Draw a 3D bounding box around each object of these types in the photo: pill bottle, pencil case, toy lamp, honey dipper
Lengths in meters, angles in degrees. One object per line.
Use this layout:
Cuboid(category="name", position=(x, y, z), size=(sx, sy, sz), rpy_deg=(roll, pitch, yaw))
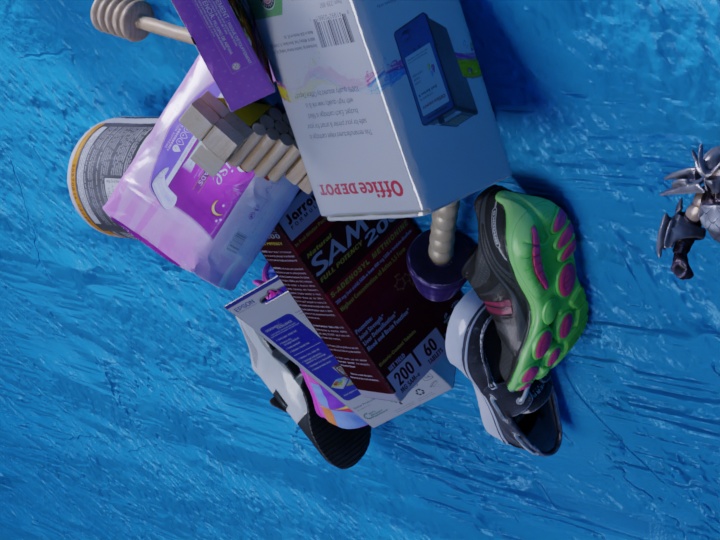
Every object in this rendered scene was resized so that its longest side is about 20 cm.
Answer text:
Cuboid(category="pill bottle", position=(-0.175, -0.082, 1.887), size=(0.200, 0.116, 0.116), rpy_deg=(7, 136, 56))
Cuboid(category="pencil case", position=(-0.031, 0.058, 1.913), size=(0.088, 0.088, 0.200), rpy_deg=(24, 149, 41))
Cuboid(category="toy lamp", position=(0.066, -0.035, 1.627), size=(0.058, 0.058, 0.200), rpy_deg=(38, 159, 18))
Cuboid(category="honey dipper", position=(-0.154, -0.200, 1.763), size=(0.200, 0.038, 0.038), rpy_deg=(22, 147, 40))

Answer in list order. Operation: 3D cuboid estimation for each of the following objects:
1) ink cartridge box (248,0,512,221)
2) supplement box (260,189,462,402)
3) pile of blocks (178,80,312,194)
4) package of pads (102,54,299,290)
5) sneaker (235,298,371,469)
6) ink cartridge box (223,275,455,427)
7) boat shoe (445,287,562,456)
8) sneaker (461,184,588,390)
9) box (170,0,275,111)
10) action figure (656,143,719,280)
Cuboid(category="ink cartridge box", position=(0.008, -0.142, 1.458), size=(0.145, 0.087, 0.200), rpy_deg=(0, 110, 59))
Cuboid(category="supplement box", position=(0.000, 0.000, 1.735), size=(0.200, 0.109, 0.061), rpy_deg=(55, 155, -21))
Cuboid(category="pile of blocks", position=(-0.050, -0.098, 1.571), size=(0.200, 0.082, 0.062), rpy_deg=(12, 145, -26))
Cuboid(category="package of pads", position=(-0.101, -0.095, 1.644), size=(0.120, 0.200, 0.076), rpy_deg=(34, -178, 30))
Cuboid(category="sneaker", position=(-0.059, 0.104, 2.053), size=(0.089, 0.074, 0.200), rpy_deg=(-2, 118, 60))
Cuboid(category="ink cartridge box", position=(-0.016, 0.056, 1.823), size=(0.099, 0.039, 0.200), rpy_deg=(-28, 126, 32))
Cuboid(category="boat shoe", position=(0.126, 0.089, 1.712), size=(0.068, 0.072, 0.200), rpy_deg=(31, 155, 35))
Cuboid(category="sneaker", position=(0.124, 0.010, 1.603), size=(0.084, 0.077, 0.200), rpy_deg=(37, 146, 37))
Cuboid(category="box", position=(-0.117, -0.222, 1.531), size=(0.200, 0.039, 0.137), rpy_deg=(-105, -11, -57))
Cuboid(category="action figure", position=(0.261, 0.000, 1.352), size=(0.130, 0.069, 0.200), rpy_deg=(17, 140, 57))
